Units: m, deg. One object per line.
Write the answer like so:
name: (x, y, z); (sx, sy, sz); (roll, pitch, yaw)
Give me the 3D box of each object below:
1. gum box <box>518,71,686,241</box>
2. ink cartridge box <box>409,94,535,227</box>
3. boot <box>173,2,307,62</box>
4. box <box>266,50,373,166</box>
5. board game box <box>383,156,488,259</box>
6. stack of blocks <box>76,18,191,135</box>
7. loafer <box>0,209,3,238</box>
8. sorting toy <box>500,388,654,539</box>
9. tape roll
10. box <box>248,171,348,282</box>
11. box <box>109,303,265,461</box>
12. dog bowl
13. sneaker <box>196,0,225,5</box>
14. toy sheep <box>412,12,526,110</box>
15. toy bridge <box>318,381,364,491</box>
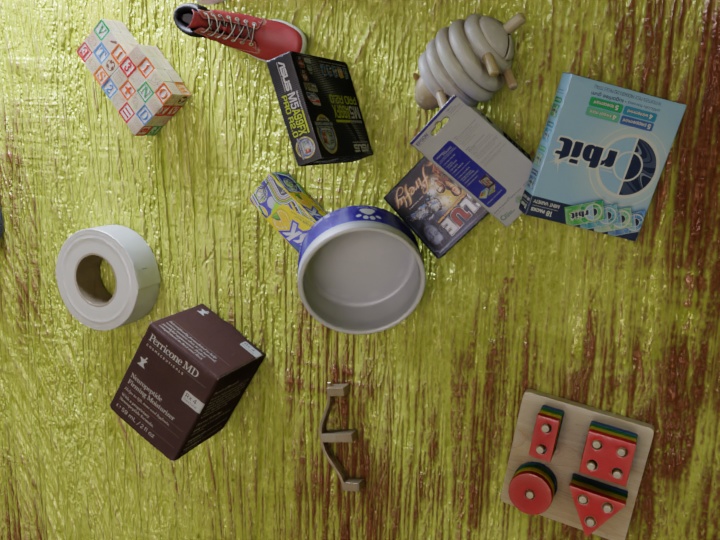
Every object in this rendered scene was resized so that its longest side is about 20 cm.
gum box: (0.336, -0.157, 1.071); (0.170, 0.045, 0.200); (12, 106, -7)
ink cartridge box: (0.176, -0.162, 1.112); (0.200, 0.039, 0.099); (39, 115, -15)
boot: (-0.198, -0.387, 1.244); (0.200, 0.144, 0.072); (18, 105, 18)
box: (-0.056, -0.245, 1.177); (0.044, 0.200, 0.160); (-16, 92, 25)
board game box: (0.150, -0.134, 1.199); (0.136, 0.035, 0.200); (48, 114, 8)
stack of blocks: (-0.413, -0.359, 1.389); (0.115, 0.059, 0.200); (-39, 83, 24)
loafer: (-0.799, -0.127, 1.606); (0.063, 0.072, 0.200); (4, 96, 43)
sorting toy: (0.328, 0.312, 1.186); (0.200, 0.070, 0.199); (14, 105, 20)
tape roll: (-0.492, 0.013, 1.488); (0.202, 0.071, 0.203); (4, 101, 23)
box: (-0.093, -0.076, 1.301); (0.200, 0.064, 0.070); (46, 114, 9)
box: (-0.314, 0.199, 1.393); (0.166, 0.164, 0.200); (36, 111, 14)
dog bowl: (0.000, 0.000, 1.214); (0.200, 0.079, 0.200); (-2, 123, -4)
sneaker: (-0.217, -0.511, 1.263); (0.200, 0.085, 0.073); (-26, 91, 27)
toy sheep: (0.159, -0.301, 1.112); (0.200, 0.138, 0.138); (-31, 87, 29)
toy bridge: (-0.040, 0.296, 1.367); (0.067, 0.027, 0.200); (-6, 97, 26)
